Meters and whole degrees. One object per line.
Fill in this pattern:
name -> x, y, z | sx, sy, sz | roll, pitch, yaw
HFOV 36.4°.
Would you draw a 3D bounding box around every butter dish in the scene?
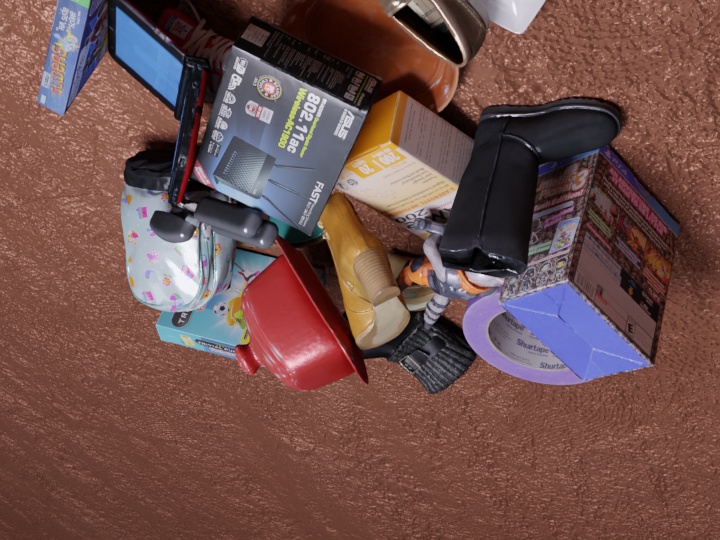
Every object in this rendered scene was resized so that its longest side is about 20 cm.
butter dish -> -0.094, 0.081, 1.414 | 0.200, 0.147, 0.200 | 57, 177, 17

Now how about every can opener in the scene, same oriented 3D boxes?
can opener -> -0.170, -0.052, 1.270 | 0.199, 0.067, 0.053 | 11, 163, 48

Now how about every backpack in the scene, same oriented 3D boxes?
backpack -> -0.236, -0.049, 1.427 | 0.166, 0.126, 0.201 | 7, 109, 25

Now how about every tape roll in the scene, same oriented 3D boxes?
tape roll -> 0.237, 0.057, 1.416 | 0.199, 0.085, 0.201 | 13, 144, 10

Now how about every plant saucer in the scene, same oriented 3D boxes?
plant saucer -> 0.013, -0.238, 1.181 | 0.199, 0.032, 0.201 | 13, 145, 9

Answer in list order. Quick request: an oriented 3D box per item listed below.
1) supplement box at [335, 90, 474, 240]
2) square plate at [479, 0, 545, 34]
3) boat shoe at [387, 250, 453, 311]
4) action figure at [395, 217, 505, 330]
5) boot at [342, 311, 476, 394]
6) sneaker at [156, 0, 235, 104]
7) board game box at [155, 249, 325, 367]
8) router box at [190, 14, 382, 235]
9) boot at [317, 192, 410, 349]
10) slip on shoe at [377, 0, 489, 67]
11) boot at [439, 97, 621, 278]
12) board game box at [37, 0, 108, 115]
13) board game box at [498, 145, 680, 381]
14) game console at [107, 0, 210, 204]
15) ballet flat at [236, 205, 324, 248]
supplement box -> 0.071, -0.108, 1.252 | 0.199, 0.074, 0.126 | 28, 149, -31
square plate -> 0.110, -0.331, 1.008 | 0.197, 0.029, 0.200 | 26, 145, -8
boat shoe -> 0.054, 0.009, 1.465 | 0.199, 0.072, 0.076 | -12, 121, 37
action figure -> 0.135, 0.012, 1.281 | 0.199, 0.105, 0.193 | 14, 167, -14
boot -> 0.051, 0.120, 1.600 | 0.158, 0.080, 0.211 | 37, 142, -22
sneaker -> -0.158, -0.241, 1.206 | 0.199, 0.071, 0.113 | 8, 146, 46
board game box -> -0.167, 0.049, 1.551 | 0.199, 0.152, 0.047 | 13, 149, 11
router box -> -0.081, -0.147, 1.151 | 0.149, 0.062, 0.200 | 25, 137, -3
boot -> -0.001, 0.000, 1.310 | 0.070, 0.145, 0.201 | -23, 156, -12
slip on shoe -> 0.040, -0.272, 1.046 | 0.200, 0.061, 0.076 | 39, 142, -24
boot -> 0.179, -0.086, 1.150 | 0.164, 0.201, 0.066 | -1, 140, 29
board game box -> -0.294, -0.278, 1.193 | 0.034, 0.136, 0.200 | 27, 144, -7
board game box -> 0.257, -0.009, 1.212 | 0.159, 0.201, 0.097 | 41, 141, -26
game console -> -0.234, -0.181, 1.205 | 0.118, 0.173, 0.200 | 10, 169, -11
ballet flat -> -0.115, -0.061, 1.474 | 0.199, 0.069, 0.063 | 4, 170, 27
